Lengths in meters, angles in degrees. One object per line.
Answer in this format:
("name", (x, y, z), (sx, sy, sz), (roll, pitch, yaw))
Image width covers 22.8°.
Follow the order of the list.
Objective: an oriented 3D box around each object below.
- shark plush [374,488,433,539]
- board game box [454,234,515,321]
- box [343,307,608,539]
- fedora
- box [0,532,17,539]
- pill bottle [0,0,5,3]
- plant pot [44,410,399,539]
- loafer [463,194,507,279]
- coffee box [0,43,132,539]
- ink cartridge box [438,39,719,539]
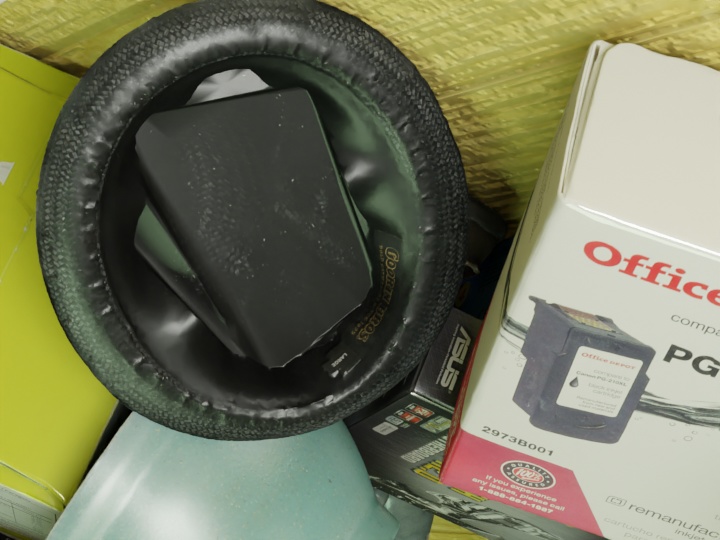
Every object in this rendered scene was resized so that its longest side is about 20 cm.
("shark plush", (0.025, 0.130, 1.171), (0.090, 0.084, 0.200), (18, 160, 12))
("board game box", (0.137, 0.055, 0.894), (0.195, 0.056, 0.200), (27, 160, -14))
("box", (0.070, 0.091, 0.902), (0.158, 0.049, 0.200), (26, 161, -10))
("fedora", (-0.050, -0.030, 0.768), (0.200, 0.201, 0.092), (31, -168, -24))
("box", (-0.197, 0.167, 0.983), (0.143, 0.036, 0.200), (32, -157, 18))
("pill bottle", (-0.208, -0.155, 0.613), (0.199, 0.120, 0.120), (17, 160, 16))
("plant pot", (-0.066, 0.135, 0.860), (0.134, 0.201, 0.200), (34, 161, 2))
("loafer", (0.000, 0.000, 0.872), (0.073, 0.072, 0.200), (30, 159, -22))
("coffee box", (-0.197, 0.012, 0.921), (0.199, 0.200, 0.198), (24, 162, -1))
("ink cartridge box", (0.125, 0.024, 0.693), (0.144, 0.085, 0.200), (18, 143, 2))
